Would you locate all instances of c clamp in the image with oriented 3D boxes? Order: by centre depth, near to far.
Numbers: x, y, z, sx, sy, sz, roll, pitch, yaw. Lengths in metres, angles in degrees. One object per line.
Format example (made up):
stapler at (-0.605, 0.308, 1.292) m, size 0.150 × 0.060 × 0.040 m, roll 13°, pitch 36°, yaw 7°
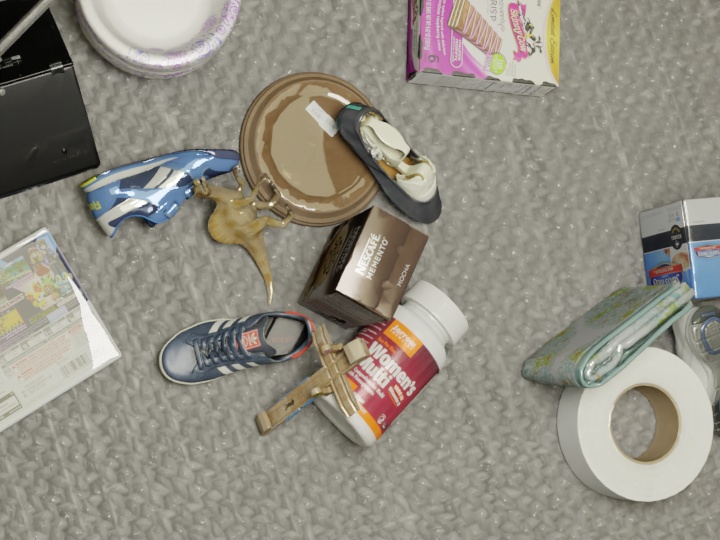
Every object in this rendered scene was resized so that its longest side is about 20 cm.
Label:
c clamp at (-0.406, -0.297, 1.604) m, size 0.201 × 0.170 × 0.027 m, roll -54°, pitch 143°, yaw -18°

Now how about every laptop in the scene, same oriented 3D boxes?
laptop at (-0.440, -0.208, 1.657) m, size 0.185 × 0.116 × 0.201 m, roll -19°, pitch 61°, yaw -17°

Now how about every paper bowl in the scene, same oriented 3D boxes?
paper bowl at (-0.251, -0.336, 1.672) m, size 0.198 × 0.104 × 0.204 m, roll 1°, pitch 85°, yaw -15°

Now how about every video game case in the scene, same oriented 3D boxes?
video game case at (-0.415, 0.077, 1.628) m, size 0.199 × 0.023 × 0.183 m, roll -32°, pitch 93°, yaw -15°

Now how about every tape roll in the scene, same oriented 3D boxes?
tape roll at (0.362, 0.202, 1.806) m, size 0.200 × 0.071 × 0.205 m, roll 1°, pitch 84°, yaw -15°

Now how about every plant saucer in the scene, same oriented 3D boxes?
plant saucer at (-0.056, -0.158, 1.748) m, size 0.197 × 0.029 × 0.203 m, roll 2°, pitch 83°, yaw -15°

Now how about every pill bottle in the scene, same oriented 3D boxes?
pill bottle at (0.038, 0.113, 1.704) m, size 0.110 × 0.109 × 0.200 m, roll 46°, pitch 75°, yaw -7°

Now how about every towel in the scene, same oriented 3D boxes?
towel at (0.319, 0.085, 1.753) m, size 0.199 × 0.171 × 0.048 m, roll -35°, pitch 96°, yaw -16°

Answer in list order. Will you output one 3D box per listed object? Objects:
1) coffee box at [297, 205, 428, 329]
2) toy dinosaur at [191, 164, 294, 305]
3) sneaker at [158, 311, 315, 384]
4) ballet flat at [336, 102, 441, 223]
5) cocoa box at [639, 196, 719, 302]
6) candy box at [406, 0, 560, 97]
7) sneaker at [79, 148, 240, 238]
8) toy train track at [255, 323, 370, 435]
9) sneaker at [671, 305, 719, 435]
coffee box at (0.000, 0.000, 1.658) m, size 0.079 × 0.200 × 0.114 m, roll 28°, pitch 77°, yaw -11°
toy dinosaur at (-0.137, -0.062, 1.693) m, size 0.101 × 0.058 × 0.201 m, roll -34°, pitch 122°, yaw 0°
sneaker at (-0.148, 0.088, 1.668) m, size 0.198 × 0.084 × 0.076 m, roll -16°, pitch 89°, yaw -16°
ballet flat at (0.049, -0.135, 1.729) m, size 0.073 × 0.073 × 0.200 m, roll -49°, pitch 113°, yaw -15°
cocoa box at (0.496, -0.029, 1.833) m, size 0.197 × 0.133 × 0.133 m, roll -5°, pitch 86°, yaw -16°
candy box at (0.164, -0.312, 1.808) m, size 0.197 × 0.061 × 0.138 m, roll 3°, pitch 83°, yaw -16°
sneaker at (-0.239, -0.100, 1.672) m, size 0.198 × 0.074 × 0.083 m, roll -17°, pitch 95°, yaw -12°
toy train track at (-0.066, 0.141, 1.639) m, size 0.032 × 0.200 × 0.116 m, roll 1°, pitch 57°, yaw -48°
sneaker at (0.472, 0.131, 1.844) m, size 0.074 × 0.087 × 0.202 m, roll -25°, pitch 109°, yaw -18°
